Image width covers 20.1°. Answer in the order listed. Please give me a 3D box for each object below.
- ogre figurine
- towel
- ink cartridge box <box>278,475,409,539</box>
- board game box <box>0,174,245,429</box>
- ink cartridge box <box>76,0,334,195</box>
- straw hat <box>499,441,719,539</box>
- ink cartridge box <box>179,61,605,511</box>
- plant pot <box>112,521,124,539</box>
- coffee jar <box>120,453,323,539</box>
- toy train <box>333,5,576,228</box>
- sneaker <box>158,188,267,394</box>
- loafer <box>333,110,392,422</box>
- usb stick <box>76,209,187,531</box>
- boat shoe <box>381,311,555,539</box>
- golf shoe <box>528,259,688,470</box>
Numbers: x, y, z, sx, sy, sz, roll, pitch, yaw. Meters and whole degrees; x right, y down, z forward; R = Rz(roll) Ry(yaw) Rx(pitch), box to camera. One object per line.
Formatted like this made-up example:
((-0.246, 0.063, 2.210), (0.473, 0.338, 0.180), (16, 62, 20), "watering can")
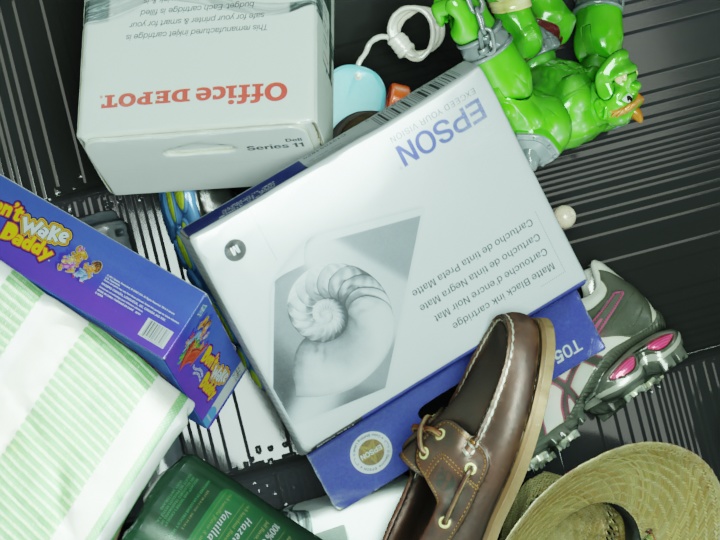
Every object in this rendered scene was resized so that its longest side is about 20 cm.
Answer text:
((0.118, -0.133, 1.253), (0.097, 0.200, 0.121), (-18, 95, 15), "ogre figurine")
((-0.209, 0.078, 1.112), (0.199, 0.023, 0.153), (33, 84, -2), "towel")
((-0.040, 0.222, 1.253), (0.198, 0.083, 0.148), (-16, 89, -6), "ink cartridge box")
((-0.171, 0.008, 1.192), (0.199, 0.135, 0.045), (29, 75, 16), "board game box")
((-0.090, -0.153, 1.231), (0.145, 0.083, 0.202), (-3, 66, 8), "ink cartridge box")
((0.130, 0.177, 1.270), (0.199, 0.085, 0.203), (-14, 121, -25), "straw hat")
((0.027, 0.015, 1.176), (0.199, 0.041, 0.201), (-31, 107, -7), "ink cartridge box")
((-0.230, 0.110, 1.205), (0.198, 0.175, 0.202), (0, 87, -4), "plant pot")
((-0.040, 0.194, 1.136), (0.199, 0.105, 0.086), (29, 49, 8), "coffee jar")
((0.038, -0.059, 1.299), (0.149, 0.056, 0.201), (-28, 91, -11), "toy train")
((-0.065, -0.009, 1.284), (0.082, 0.071, 0.201), (-31, 91, -19), "sneaker")
((0.000, 0.000, 1.224), (0.072, 0.071, 0.202), (1, 86, -9), "loafer")
((-0.150, 0.063, 1.278), (0.055, 0.033, 0.202), (-15, 84, 1), "usb stick")
((0.055, 0.117, 1.164), (0.070, 0.070, 0.202), (14, 100, -11), "boat shoe")
((0.110, 0.074, 1.275), (0.199, 0.077, 0.088), (-33, 82, -29), "golf shoe")
